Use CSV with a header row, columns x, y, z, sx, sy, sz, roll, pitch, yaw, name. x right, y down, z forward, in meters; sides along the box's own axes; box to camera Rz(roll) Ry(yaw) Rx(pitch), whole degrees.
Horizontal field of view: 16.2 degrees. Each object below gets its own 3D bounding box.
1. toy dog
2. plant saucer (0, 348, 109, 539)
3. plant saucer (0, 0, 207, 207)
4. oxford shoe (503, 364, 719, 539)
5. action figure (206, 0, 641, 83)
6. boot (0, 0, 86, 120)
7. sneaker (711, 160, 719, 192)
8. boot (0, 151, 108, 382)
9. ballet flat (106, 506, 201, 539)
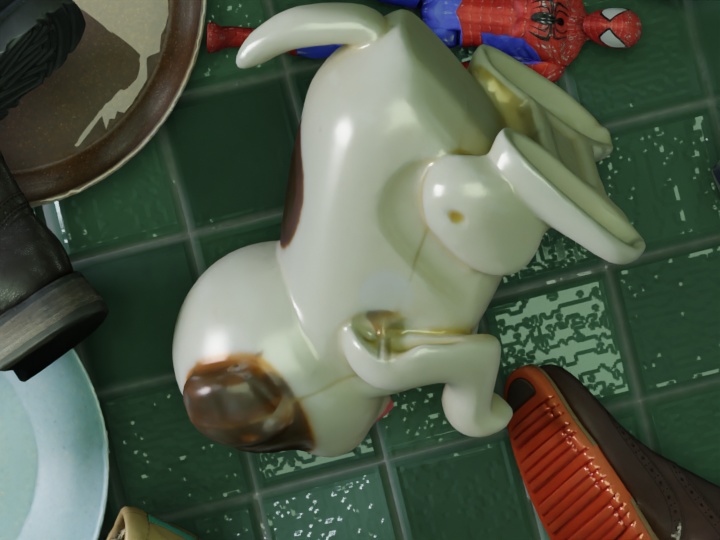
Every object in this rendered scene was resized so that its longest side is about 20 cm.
x,y,z,sx,sy,sz,roll,pitch,yaw,name
0.000,0.000,1.103,0.193,0.140,0.200,29,112,-27,toy dog
-0.213,0.091,1.165,0.199,0.039,0.203,0,89,1,plant saucer
-0.168,-0.128,1.169,0.198,0.034,0.202,0,89,3,plant saucer
0.141,0.118,1.152,0.072,0.071,0.201,-34,85,-28,oxford shoe
0.030,-0.118,1.159,0.198,0.052,0.066,4,86,-1,action figure
-0.244,-0.119,1.088,0.200,0.066,0.165,40,60,16,boot
0.259,-0.011,1.141,0.115,0.081,0.200,-43,95,-3,sneaker
-0.224,-0.010,1.120,0.199,0.069,0.175,-31,81,-10,boot
-0.149,0.180,1.120,0.200,0.069,0.063,-45,115,5,ballet flat
